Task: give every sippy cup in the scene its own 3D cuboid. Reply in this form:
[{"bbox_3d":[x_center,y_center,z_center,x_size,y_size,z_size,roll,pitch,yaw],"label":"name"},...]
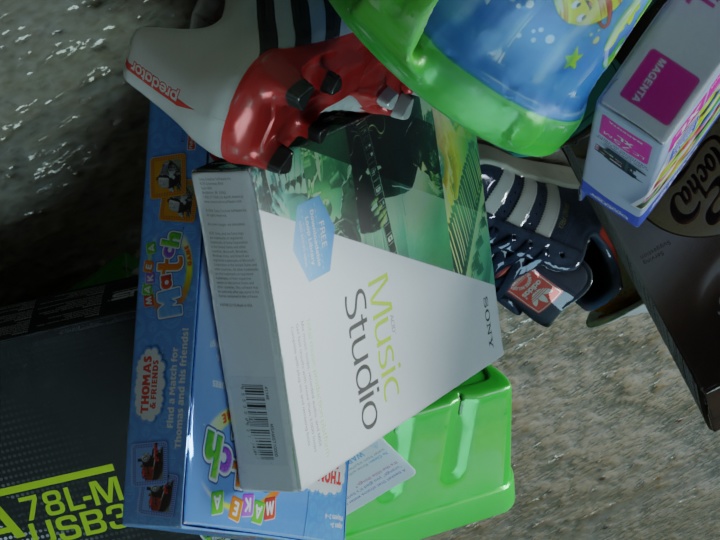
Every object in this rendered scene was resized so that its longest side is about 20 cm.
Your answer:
[{"bbox_3d":[0.069,-0.138,0.989,0.139,0.178,0.130,31,115,-23],"label":"sippy cup"}]

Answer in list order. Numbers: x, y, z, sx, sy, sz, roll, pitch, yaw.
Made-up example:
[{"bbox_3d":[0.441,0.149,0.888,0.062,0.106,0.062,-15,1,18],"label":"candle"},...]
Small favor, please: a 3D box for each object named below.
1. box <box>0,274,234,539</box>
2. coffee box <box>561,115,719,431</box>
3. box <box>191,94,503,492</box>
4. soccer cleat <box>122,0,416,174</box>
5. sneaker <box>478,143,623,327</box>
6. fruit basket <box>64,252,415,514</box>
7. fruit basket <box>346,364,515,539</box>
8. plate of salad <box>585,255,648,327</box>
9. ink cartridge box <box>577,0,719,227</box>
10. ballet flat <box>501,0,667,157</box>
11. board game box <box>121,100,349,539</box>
[{"bbox_3d":[-0.146,0.109,1.178,0.199,0.048,0.194,-12,116,6],"label":"box"},{"bbox_3d":[0.175,-0.038,1.224,0.113,0.201,0.080,-28,159,2],"label":"coffee box"},{"bbox_3d":[0.000,0.000,1.126,0.036,0.145,0.200,0,-164,30],"label":"box"},{"bbox_3d":[-0.026,-0.096,1.054,0.200,0.085,0.069,-35,150,-58],"label":"soccer cleat"},{"bbox_3d":[0.075,-0.013,1.325,0.199,0.085,0.075,0,147,-48],"label":"sneaker"},{"bbox_3d":[-0.100,0.089,1.259,0.185,0.094,0.200,-34,131,16],"label":"fruit basket"},{"bbox_3d":[-0.017,0.128,1.438,0.215,0.156,0.216,-23,144,-18],"label":"fruit basket"},{"bbox_3d":[0.203,-0.038,1.425,0.200,0.048,0.200,-39,-177,2],"label":"plate of salad"},{"bbox_3d":[0.146,-0.088,1.103,0.120,0.042,0.200,-54,174,-7],"label":"ink cartridge box"},{"bbox_3d":[0.119,-0.126,1.155,0.071,0.072,0.200,-11,155,-34],"label":"ballet flat"},{"bbox_3d":[-0.049,0.021,1.119,0.036,0.201,0.151,-2,170,27],"label":"board game box"}]
